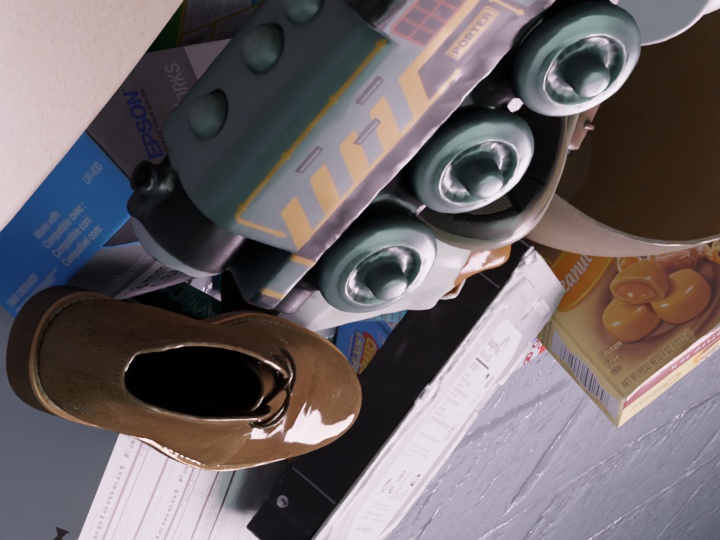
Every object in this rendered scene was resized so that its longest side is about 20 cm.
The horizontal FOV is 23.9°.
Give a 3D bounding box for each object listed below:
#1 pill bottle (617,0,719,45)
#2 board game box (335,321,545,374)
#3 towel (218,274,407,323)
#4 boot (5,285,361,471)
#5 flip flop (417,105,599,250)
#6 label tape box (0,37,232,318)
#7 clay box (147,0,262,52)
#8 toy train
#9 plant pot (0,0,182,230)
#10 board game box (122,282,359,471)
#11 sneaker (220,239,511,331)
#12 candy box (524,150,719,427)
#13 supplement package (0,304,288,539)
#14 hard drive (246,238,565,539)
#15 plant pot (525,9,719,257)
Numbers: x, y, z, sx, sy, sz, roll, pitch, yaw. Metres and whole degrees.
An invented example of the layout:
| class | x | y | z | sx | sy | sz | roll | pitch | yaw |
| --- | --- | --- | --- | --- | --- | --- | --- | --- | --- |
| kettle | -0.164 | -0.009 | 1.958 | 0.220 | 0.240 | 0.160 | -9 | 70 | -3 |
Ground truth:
| class | x | y | z | sx | sy | sz | roll | pitch | yaw |
| --- | --- | --- | --- | --- | --- | --- | --- | --- | --- |
| pill bottle | 0.140 | -0.178 | 0.750 | 0.200 | 0.111 | 0.111 | -54 | 175 | -49 |
| board game box | 0.073 | 0.032 | 1.215 | 0.196 | 0.056 | 0.200 | -32 | 157 | -22 |
| towel | -0.012 | -0.015 | 0.905 | 0.146 | 0.022 | 0.200 | 4 | 156 | 6 |
| boot | -0.052 | 0.053 | 0.721 | 0.200 | 0.075 | 0.074 | 15 | 86 | -53 |
| flip flop | 0.074 | -0.072 | 0.755 | 0.058 | 0.081 | 0.200 | 84 | 23 | -45 |
| label tape box | -0.096 | -0.034 | 0.697 | 0.200 | 0.063 | 0.144 | -16 | 168 | -35 |
| clay box | -0.004 | -0.162 | 0.713 | 0.200 | 0.048 | 0.115 | -30 | 159 | -28 |
| toy train | 0.006 | -0.065 | 0.580 | 0.114 | 0.085 | 0.200 | 19 | 125 | -43 |
| plant pot | -0.107 | -0.155 | 0.383 | 0.177 | 0.200 | 0.200 | -44 | 162 | -27 |
| board game box | -0.060 | 0.075 | 0.969 | 0.028 | 0.135 | 0.200 | -57 | 165 | -21 |
| sneaker | 0.000 | 0.000 | 0.813 | 0.084 | 0.073 | 0.200 | 10 | 169 | -28 |
| candy box | 0.132 | -0.021 | 1.012 | 0.115 | 0.200 | 0.055 | -35 | 160 | -13 |
| supplement package | -0.125 | 0.091 | 0.830 | 0.200 | 0.113 | 0.110 | 47 | 62 | -67 |
| hard drive | 0.031 | 0.071 | 0.903 | 0.200 | 0.038 | 0.140 | -53 | 163 | -1 |
| plant pot | 0.113 | -0.093 | 0.893 | 0.200 | 0.201 | 0.134 | -29 | 179 | -28 |
